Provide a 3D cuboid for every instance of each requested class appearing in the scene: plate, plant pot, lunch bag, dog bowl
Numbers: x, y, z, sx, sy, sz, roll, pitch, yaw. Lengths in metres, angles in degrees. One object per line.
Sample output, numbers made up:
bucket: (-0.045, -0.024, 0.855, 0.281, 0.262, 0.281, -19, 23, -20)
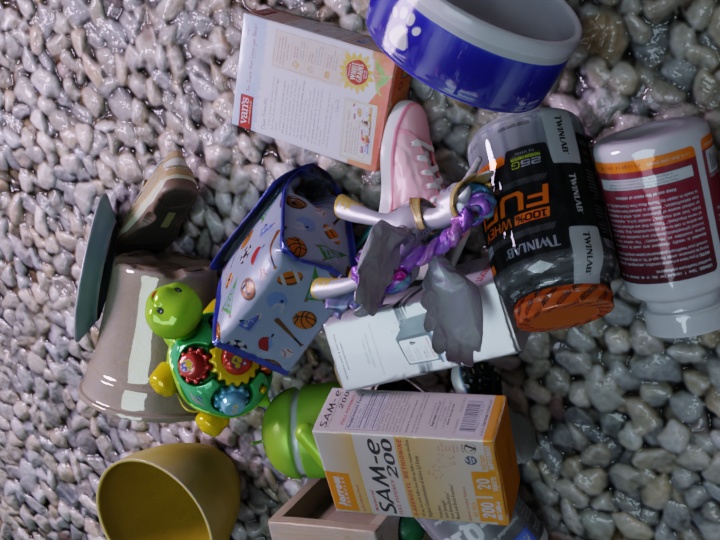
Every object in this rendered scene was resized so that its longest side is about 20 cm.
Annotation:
plate: (-0.346, -0.002, 1.395, 0.025, 0.200, 0.201, 11, 118, -7)
plant pot: (-0.247, 0.323, 1.479, 0.199, 0.142, 0.201, 11, 114, 26)
lunch bag: (-0.093, -0.014, 1.231, 0.123, 0.200, 0.170, 27, 123, -21)
dog bowl: (0.108, -0.241, 1.016, 0.200, 0.200, 0.079, 36, 125, 13)
plant pot: (-0.262, 0.076, 1.377, 0.200, 0.200, 0.185, 13, 104, 25)

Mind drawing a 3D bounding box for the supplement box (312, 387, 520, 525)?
supplement box: (0.062, 0.199, 1.130, 0.199, 0.074, 0.127, 0, 125, 21)

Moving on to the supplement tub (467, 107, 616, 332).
supplement tub: (0.182, -0.048, 1.044, 0.122, 0.122, 0.201, -24, 67, 34)

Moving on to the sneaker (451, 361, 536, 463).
sneaker: (0.139, 0.164, 1.189, 0.072, 0.072, 0.200, -9, 141, 25)

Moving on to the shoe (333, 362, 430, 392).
shoe: (0.048, 0.146, 1.218, 0.200, 0.070, 0.054, 36, 152, 25)

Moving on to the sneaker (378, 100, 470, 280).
sneaker: (0.076, -0.084, 1.149, 0.104, 0.075, 0.201, 5, 87, 29)

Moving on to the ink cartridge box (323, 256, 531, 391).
ink cartridge box: (0.080, 0.054, 1.159, 0.199, 0.146, 0.086, -17, 99, 20)

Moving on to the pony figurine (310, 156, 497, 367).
pony figurine: (0.041, -0.012, 1.034, 0.166, 0.194, 0.199, 33, 151, -34)

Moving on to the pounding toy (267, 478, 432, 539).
pounding toy: (0.012, 0.350, 1.314, 0.199, 0.184, 0.143, -3, 108, 30)

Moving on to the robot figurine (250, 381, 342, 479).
robot figurine: (-0.032, 0.196, 1.301, 0.199, 0.175, 0.116, -6, 92, 7)

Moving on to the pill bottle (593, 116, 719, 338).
pill bottle: (0.304, -0.041, 1.035, 0.112, 0.113, 0.201, -8, 104, 32)

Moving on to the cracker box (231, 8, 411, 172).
cracker box: (-0.045, -0.209, 1.204, 0.199, 0.058, 0.135, 21, 117, 21)

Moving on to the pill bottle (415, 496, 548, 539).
pill bottle: (0.151, 0.311, 1.259, 0.200, 0.114, 0.114, 50, 125, 0)

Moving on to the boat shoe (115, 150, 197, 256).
boat shoe: (-0.268, -0.085, 1.384, 0.200, 0.071, 0.077, -40, 53, 43)

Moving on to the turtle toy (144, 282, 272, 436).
turtle toy: (-0.180, 0.096, 1.265, 0.200, 0.146, 0.101, 43, 153, -12)

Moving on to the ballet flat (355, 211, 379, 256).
ballet flat: (0.000, 0.000, 1.262, 0.069, 0.069, 0.200, 49, 124, 4)
